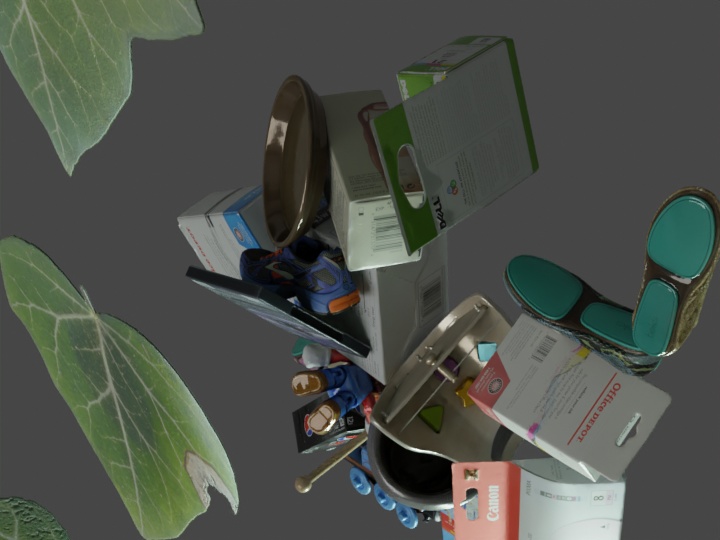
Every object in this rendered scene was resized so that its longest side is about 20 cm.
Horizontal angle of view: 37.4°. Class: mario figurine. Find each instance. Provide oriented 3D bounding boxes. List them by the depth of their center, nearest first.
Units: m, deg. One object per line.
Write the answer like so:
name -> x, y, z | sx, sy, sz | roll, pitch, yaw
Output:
mario figurine -> -0.021, 0.161, 1.412 | 0.106, 0.200, 0.124 | 13, 102, 30

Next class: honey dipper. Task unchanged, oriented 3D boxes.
honey dipper -> -0.011, 0.243, 1.462 | 0.038, 0.200, 0.038 | 34, 144, 30

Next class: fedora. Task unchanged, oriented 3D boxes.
fedora -> 0.103, 0.219, 1.395 | 0.176, 0.200, 0.090 | 32, 170, 13

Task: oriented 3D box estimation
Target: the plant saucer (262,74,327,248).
plant saucer -> -0.077, -0.126, 1.238 | 0.200, 0.029, 0.201 | -177, 90, -70

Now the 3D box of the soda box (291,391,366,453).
soda box -> -0.037, 0.223, 1.595 | 0.200, 0.063, 0.071 | -37, 59, 59

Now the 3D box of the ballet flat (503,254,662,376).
ballet flat -> 0.235, 0.053, 1.136 | 0.200, 0.074, 0.075 | 36, 144, 37

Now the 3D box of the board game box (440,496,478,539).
board game box -> 0.197, 0.347, 1.467 | 0.200, 0.056, 0.197 | 29, 140, 39

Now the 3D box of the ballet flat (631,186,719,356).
ballet flat -> 0.299, -0.007, 0.986 | 0.070, 0.065, 0.201 | 37, 142, 27

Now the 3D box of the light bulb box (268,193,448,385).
light bulb box -> 0.000, 0.000, 1.356 | 0.200, 0.125, 0.199 | 33, 142, 36

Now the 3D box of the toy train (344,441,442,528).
toy train -> 0.056, 0.301, 1.604 | 0.200, 0.086, 0.115 | 27, 130, 43

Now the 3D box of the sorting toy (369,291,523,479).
sorting toy -> 0.140, 0.155, 1.287 | 0.180, 0.200, 0.107 | 41, -177, -3

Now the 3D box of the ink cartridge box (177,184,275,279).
ink cartridge box -> -0.166, -0.043, 1.578 | 0.200, 0.086, 0.147 | 2, 127, 56

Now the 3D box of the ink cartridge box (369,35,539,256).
ink cartridge box -> 0.076, -0.128, 1.055 | 0.076, 0.200, 0.149 | 15, 130, 48

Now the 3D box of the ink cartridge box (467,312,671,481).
ink cartridge box -> 0.232, 0.146, 1.158 | 0.200, 0.117, 0.068 | 31, 169, 38

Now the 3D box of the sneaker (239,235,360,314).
sneaker -> -0.075, -0.007, 1.282 | 0.199, 0.075, 0.079 | 13, 114, 43

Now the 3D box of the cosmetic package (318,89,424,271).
cosmetic package -> 0.006, -0.106, 1.198 | 0.201, 0.087, 0.104 | -109, 14, -45

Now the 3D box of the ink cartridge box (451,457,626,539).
ink cartridge box -> 0.214, 0.296, 1.287 | 0.057, 0.199, 0.163 | -96, 0, -52

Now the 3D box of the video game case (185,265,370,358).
video game case -> -0.098, 0.051, 1.285 | 0.142, 0.019, 0.200 | 14, 167, 45

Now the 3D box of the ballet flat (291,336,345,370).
ballet flat -> -0.042, 0.109, 1.524 | 0.071, 0.069, 0.200 | 30, 159, -9
